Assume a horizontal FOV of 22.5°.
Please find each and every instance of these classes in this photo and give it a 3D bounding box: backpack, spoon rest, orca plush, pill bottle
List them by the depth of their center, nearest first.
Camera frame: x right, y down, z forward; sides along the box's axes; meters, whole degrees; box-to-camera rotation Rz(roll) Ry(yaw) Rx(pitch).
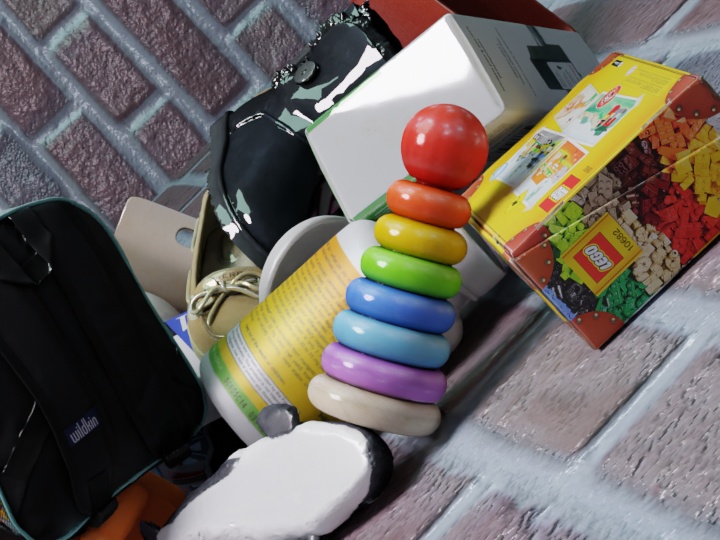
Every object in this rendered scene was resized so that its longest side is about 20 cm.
[{"bbox_3d":[-0.046,0.154,1.145,0.200,0.071,0.106,-43,56,26],"label":"orca plush"},{"bbox_3d":[-0.220,0.057,1.178,0.176,0.201,0.153,-36,24,-33],"label":"backpack"},{"bbox_3d":[-0.002,0.037,1.215,0.200,0.111,0.111,-42,12,8],"label":"pill bottle"},{"bbox_3d":[0.000,0.000,1.321,0.200,0.060,0.100,-15,-58,-50],"label":"spoon rest"}]

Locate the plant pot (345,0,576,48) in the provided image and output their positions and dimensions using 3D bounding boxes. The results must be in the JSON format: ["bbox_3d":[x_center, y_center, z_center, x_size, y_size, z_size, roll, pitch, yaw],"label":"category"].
[{"bbox_3d":[0.059,-0.172,1.587,0.176,0.200,0.200,-52,8,24],"label":"plant pot"}]

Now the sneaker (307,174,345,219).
[{"bbox_3d":[-0.010,-0.057,1.404,0.086,0.080,0.201,24,81,34],"label":"sneaker"}]

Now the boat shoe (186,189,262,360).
[{"bbox_3d":[-0.098,0.003,1.352,0.073,0.063,0.201,-11,31,5],"label":"boat shoe"}]

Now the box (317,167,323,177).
[{"bbox_3d":[0.032,-0.091,1.462,0.199,0.083,0.049,-23,14,3],"label":"box"}]

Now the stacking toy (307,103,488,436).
[{"bbox_3d":[0.031,-0.004,1.109,0.085,0.085,0.201,-155,79,-77],"label":"stacking toy"}]

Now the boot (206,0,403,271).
[{"bbox_3d":[-0.033,-0.105,1.351,0.168,0.076,0.200,-39,31,18],"label":"boot"}]

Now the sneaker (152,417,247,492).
[{"bbox_3d":[-0.087,0.107,1.405,0.095,0.080,0.200,1,39,39],"label":"sneaker"}]

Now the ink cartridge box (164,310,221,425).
[{"bbox_3d":[-0.134,0.077,1.353,0.199,0.044,0.094,-25,32,-18],"label":"ink cartridge box"}]

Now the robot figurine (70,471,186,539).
[{"bbox_3d":[-0.188,0.214,1.221,0.143,0.117,0.200,-17,23,30],"label":"robot figurine"}]

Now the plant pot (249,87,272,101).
[{"bbox_3d":[-0.046,-0.061,1.633,0.092,0.202,0.201,10,44,28],"label":"plant pot"}]

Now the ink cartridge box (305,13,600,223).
[{"bbox_3d":[0.080,-0.104,1.289,0.146,0.083,0.200,-37,-17,28],"label":"ink cartridge box"}]

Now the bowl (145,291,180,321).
[{"bbox_3d":[-0.173,0.103,1.466,0.090,0.202,0.201,-2,29,20],"label":"bowl"}]

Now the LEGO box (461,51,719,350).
[{"bbox_3d":[0.149,-0.049,1.098,0.149,0.077,0.200,-44,12,4],"label":"LEGO box"}]

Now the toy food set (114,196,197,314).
[{"bbox_3d":[-0.140,0.011,1.542,0.200,0.143,0.061,112,179,-62],"label":"toy food set"}]
